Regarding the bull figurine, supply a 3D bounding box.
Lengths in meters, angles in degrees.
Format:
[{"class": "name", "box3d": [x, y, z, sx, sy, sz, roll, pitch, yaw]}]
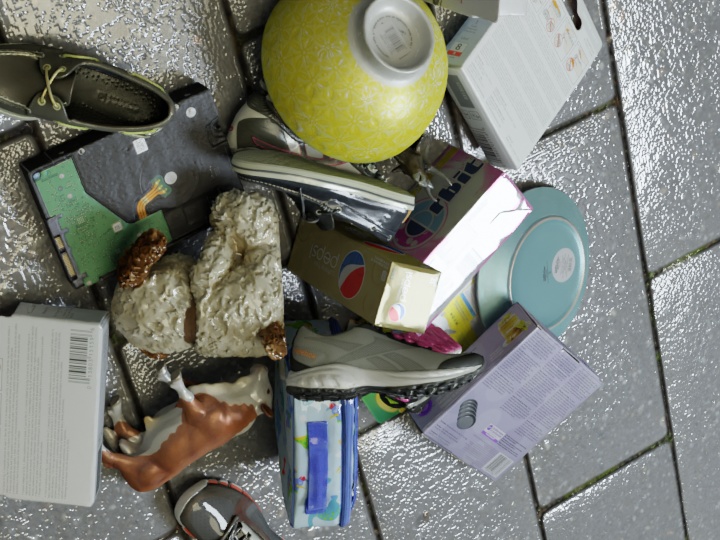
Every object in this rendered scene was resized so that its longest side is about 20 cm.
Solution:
[{"class": "bull figurine", "box3d": [-0.186, 0.157, 1.504, 0.200, 0.065, 0.121, -40, 121, 11]}]

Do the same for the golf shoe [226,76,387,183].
[{"class": "golf shoe", "box3d": [-0.051, -0.119, 1.500, 0.200, 0.077, 0.088, 37, 106, -30]}]

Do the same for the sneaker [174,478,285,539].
[{"class": "sneaker", "box3d": [-0.124, 0.306, 1.612, 0.077, 0.082, 0.200, -49, 125, -4]}]

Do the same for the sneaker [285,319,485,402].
[{"class": "sneaker", "box3d": [0.026, 0.086, 1.419, 0.198, 0.074, 0.080, 1, 74, -4]}]

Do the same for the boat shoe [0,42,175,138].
[{"class": "boat shoe", "box3d": [-0.269, -0.168, 1.330, 0.200, 0.060, 0.073, 11, 88, -21]}]

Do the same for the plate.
[{"class": "plate", "box3d": [0.212, 0.003, 1.687, 0.199, 0.025, 0.202, -11, 106, -40]}]

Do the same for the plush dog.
[{"class": "plush dog", "box3d": [-0.162, 0.036, 1.433, 0.170, 0.161, 0.201, -3, 134, -5]}]

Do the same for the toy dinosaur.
[{"class": "toy dinosaur", "box3d": [0.044, -0.179, 1.527, 0.102, 0.077, 0.202, 24, 65, -38]}]

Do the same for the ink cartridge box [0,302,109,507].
[{"class": "ink cartridge box", "box3d": [-0.344, 0.131, 1.433, 0.172, 0.044, 0.202, 6, 108, -1]}]

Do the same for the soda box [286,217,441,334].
[{"class": "soda box", "box3d": [0.000, 0.000, 1.486, 0.064, 0.200, 0.068, 11, 101, -33]}]

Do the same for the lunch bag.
[{"class": "lunch bag", "box3d": [-0.048, 0.166, 1.540, 0.082, 0.161, 0.202, -2, 118, -6]}]

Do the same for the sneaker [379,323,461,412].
[{"class": "sneaker", "box3d": [0.045, 0.115, 1.547, 0.088, 0.073, 0.200, -63, 162, 17]}]

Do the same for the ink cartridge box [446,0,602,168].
[{"class": "ink cartridge box", "box3d": [0.178, -0.240, 1.591, 0.201, 0.050, 0.163, -55, 133, -23]}]

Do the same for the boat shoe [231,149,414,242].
[{"class": "boat shoe", "box3d": [-0.039, -0.073, 1.442, 0.199, 0.075, 0.063, 15, 104, -26]}]

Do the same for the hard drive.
[{"class": "hard drive", "box3d": [-0.221, -0.084, 1.426, 0.199, 0.038, 0.141, -29, 121, -18]}]

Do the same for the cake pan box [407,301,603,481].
[{"class": "cake pan box", "box3d": [0.174, 0.149, 1.693, 0.184, 0.052, 0.200, -43, 139, 10]}]

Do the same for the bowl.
[{"class": "bowl", "box3d": [0.013, -0.214, 1.413, 0.199, 0.107, 0.202, 6, 76, -27]}]

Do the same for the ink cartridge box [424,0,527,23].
[{"class": "ink cartridge box", "box3d": [0.112, -0.318, 1.423, 0.066, 0.200, 0.117, -6, 113, -28]}]

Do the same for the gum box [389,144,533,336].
[{"class": "gum box", "box3d": [0.078, -0.031, 1.572, 0.200, 0.113, 0.066, -48, 124, -5]}]

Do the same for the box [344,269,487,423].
[{"class": "box", "box3d": [0.066, 0.073, 1.649, 0.200, 0.048, 0.118, -41, 125, -12]}]
